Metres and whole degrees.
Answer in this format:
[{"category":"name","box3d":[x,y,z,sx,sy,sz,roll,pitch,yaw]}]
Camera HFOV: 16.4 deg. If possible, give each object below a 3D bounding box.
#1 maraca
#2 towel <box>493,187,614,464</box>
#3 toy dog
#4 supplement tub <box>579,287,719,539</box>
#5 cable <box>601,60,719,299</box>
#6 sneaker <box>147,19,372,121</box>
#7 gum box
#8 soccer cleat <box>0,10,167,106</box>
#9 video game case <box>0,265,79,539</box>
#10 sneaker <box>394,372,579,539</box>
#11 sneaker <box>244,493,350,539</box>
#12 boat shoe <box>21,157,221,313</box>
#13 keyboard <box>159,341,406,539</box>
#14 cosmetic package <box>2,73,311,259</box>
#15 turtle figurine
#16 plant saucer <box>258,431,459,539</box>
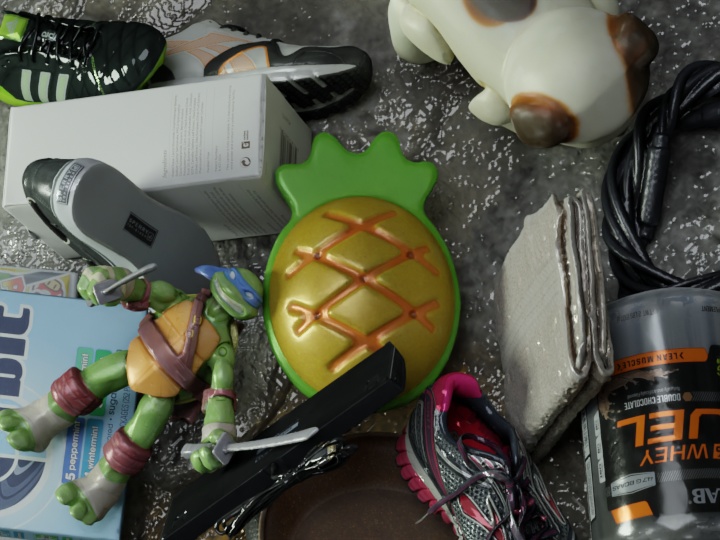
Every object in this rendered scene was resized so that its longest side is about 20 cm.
[{"category":"maraca","box3d":[0.000,0.000,1.719,0.136,0.107,0.202,0,73,-6]},{"category":"towel","box3d":[0.120,0.039,1.625,0.034,0.200,0.134,1,68,-10]},{"category":"toy dog","box3d":[0.121,-0.166,1.701,0.139,0.194,0.200,-34,56,-9]},{"category":"supplement tub","box3d":[0.203,0.123,1.598,0.121,0.123,0.202,-10,68,15]},{"category":"cable","box3d":[0.239,-0.057,1.692,0.200,0.051,0.163,-43,63,1]},{"category":"sneaker","box3d":[-0.087,-0.151,1.829,0.198,0.074,0.081,-4,67,18]},{"category":"gum box","box3d":[-0.257,0.100,1.765,0.198,0.045,0.171,7,75,-4]},{"category":"soccer cleat","box3d":[-0.223,-0.157,1.836,0.199,0.081,0.068,-1,59,45]},{"category":"video game case","box3d":[-0.301,0.092,1.797,0.180,0.023,0.202,5,74,-5]},{"category":"sneaker","box3d":[0.093,0.157,1.619,0.080,0.075,0.200,-22,60,-34]},{"category":"sneaker","box3d":[-0.053,0.215,1.649,0.076,0.115,0.201,-49,58,33]},{"category":"boat shoe","box3d":[-0.163,-0.024,1.742,0.056,0.200,0.069,16,71,35]},{"category":"keyboard","box3d":[-0.051,0.125,1.623,0.199,0.127,0.021,-37,104,17]},{"category":"cosmetic package","box3d":[-0.145,-0.072,1.801,0.198,0.108,0.086,-5,68,16]},{"category":"turtle figurine","box3d":[-0.150,0.076,1.665,0.194,0.144,0.200,-43,27,14]},{"category":"plant saucer","box3d":[0.026,0.195,1.636,0.199,0.037,0.201,10,48,-11]}]
